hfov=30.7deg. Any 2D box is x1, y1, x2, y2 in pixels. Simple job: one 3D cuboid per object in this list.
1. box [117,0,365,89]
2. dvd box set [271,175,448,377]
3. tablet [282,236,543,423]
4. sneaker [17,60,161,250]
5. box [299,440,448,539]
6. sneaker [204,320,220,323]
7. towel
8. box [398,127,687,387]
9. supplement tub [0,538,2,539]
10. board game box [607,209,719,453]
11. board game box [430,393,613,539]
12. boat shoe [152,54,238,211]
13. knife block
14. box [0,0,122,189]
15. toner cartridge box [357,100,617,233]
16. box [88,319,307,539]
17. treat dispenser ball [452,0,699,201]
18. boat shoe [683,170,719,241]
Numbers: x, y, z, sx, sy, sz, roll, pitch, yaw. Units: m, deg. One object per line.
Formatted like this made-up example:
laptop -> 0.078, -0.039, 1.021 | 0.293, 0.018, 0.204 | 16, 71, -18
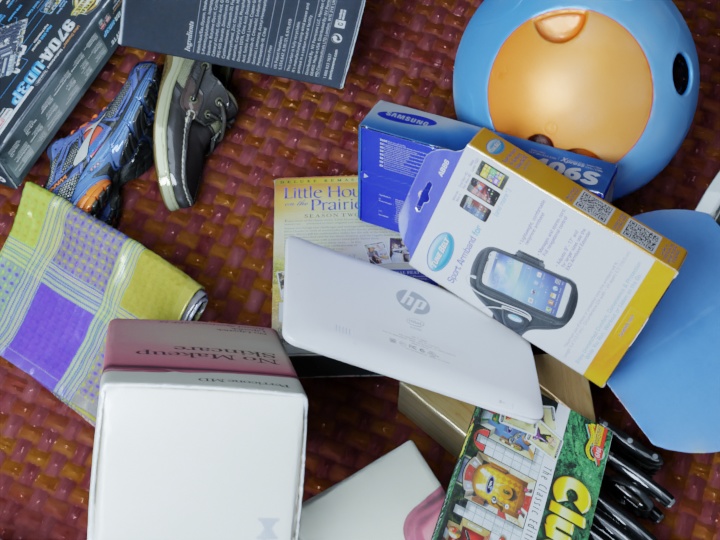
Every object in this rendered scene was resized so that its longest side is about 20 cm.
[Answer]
box -> -0.097, -0.259, 1.133 | 0.197, 0.108, 0.149 | 9, 44, -8
dvd box set -> 0.000, 0.000, 1.058 | 0.144, 0.030, 0.201 | -2, 46, -2
tablet -> 0.037, 0.040, 0.952 | 0.198, 0.014, 0.131 | 20, 31, -14
sneaker -> -0.228, -0.102, 1.120 | 0.078, 0.076, 0.201 | 20, 65, 13
box -> 0.042, 0.245, 0.928 | 0.108, 0.128, 0.201 | -28, 68, -14
sneaker -> -0.128, 0.138, 1.020 | 0.076, 0.073, 0.202 | 14, 72, -11
towel -> -0.221, 0.033, 1.039 | 0.199, 0.023, 0.145 | 32, 98, 22
box -> 0.126, -0.015, 0.971 | 0.199, 0.120, 0.041 | 34, 36, 10
supplement tub -> -0.233, 0.276, 0.917 | 0.199, 0.123, 0.123 | 28, 68, 12
board game box -> 0.252, 0.052, 1.035 | 0.157, 0.039, 0.201 | -32, 70, -12
board game box -> 0.109, 0.166, 0.905 | 0.104, 0.024, 0.201 | 29, 46, -5
boat shoe -> -0.139, -0.145, 1.139 | 0.064, 0.073, 0.202 | 0, 65, 5
knife block -> 0.133, 0.156, 1.004 | 0.197, 0.064, 0.178 | -4, 64, -2
box -> -0.313, -0.182, 1.150 | 0.158, 0.046, 0.201 | 18, 65, 25
toner cartridge box -> 0.095, -0.060, 1.023 | 0.198, 0.096, 0.043 | 18, 43, 18
box -> -0.110, 0.106, 0.869 | 0.126, 0.200, 0.110 | 4, 98, -10
treat dispenser ball -> 0.174, -0.152, 1.072 | 0.198, 0.201, 0.203 | 0, 65, 0
boat shoe -> 0.337, -0.071, 1.106 | 0.063, 0.071, 0.200 | 37, 69, 17
